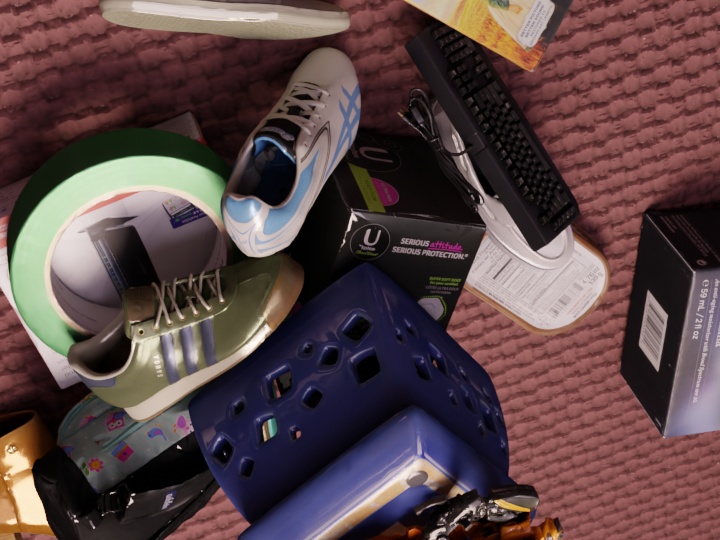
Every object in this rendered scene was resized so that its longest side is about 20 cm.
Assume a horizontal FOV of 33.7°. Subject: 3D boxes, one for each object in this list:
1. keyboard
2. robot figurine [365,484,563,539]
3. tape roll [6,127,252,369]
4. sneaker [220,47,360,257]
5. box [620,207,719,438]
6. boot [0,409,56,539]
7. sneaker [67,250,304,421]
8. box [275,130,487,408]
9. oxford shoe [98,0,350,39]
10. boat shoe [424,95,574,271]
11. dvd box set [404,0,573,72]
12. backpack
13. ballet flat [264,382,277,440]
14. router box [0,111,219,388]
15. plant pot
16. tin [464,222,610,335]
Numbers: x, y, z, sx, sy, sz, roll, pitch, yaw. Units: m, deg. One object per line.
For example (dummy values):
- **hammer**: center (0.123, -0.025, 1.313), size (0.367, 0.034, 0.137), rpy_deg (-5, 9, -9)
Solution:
- **keyboard**: center (0.100, -0.107, 0.966), size (0.127, 0.021, 0.201), rpy_deg (-36, 94, -40)
- **robot figurine**: center (0.054, 0.225, 0.840), size (0.198, 0.058, 0.146), rpy_deg (-21, 132, -1)
- **tape roll**: center (-0.178, -0.014, 0.949), size (0.199, 0.048, 0.202), rpy_deg (-10, 126, -14)
- **sneaker**: center (-0.049, -0.103, 0.918), size (0.071, 0.201, 0.073), rpy_deg (14, 148, 13)
- **box**: center (0.386, 0.046, 1.200), size (0.196, 0.124, 0.202), rpy_deg (-7, 122, -11)
- **boot**: center (-0.276, 0.189, 1.103), size (0.199, 0.071, 0.145), rpy_deg (-17, 121, -15)
- **sneaker**: center (-0.142, 0.040, 0.915), size (0.200, 0.067, 0.090), rpy_deg (-37, 129, 22)
- **box**: center (0.000, 0.000, 1.022), size (0.123, 0.149, 0.201), rpy_deg (6, 123, -23)
- **oxford shoe**: center (-0.098, -0.209, 0.901), size (0.198, 0.075, 0.058), rpy_deg (3, 86, -24)
- **boat shoe**: center (0.128, -0.072, 1.041), size (0.074, 0.065, 0.200), rpy_deg (-44, 111, -1)
- **dvd box set**: center (0.095, -0.264, 0.939), size (0.199, 0.029, 0.147), rpy_deg (23, 103, -31)
- **backpack**: center (-0.183, 0.158, 1.039), size (0.199, 0.127, 0.167), rpy_deg (-37, 161, -26)
- **ballet flat**: center (-0.100, 0.164, 1.156), size (0.070, 0.071, 0.201), rpy_deg (-20, 128, -6)
- **router box**: center (-0.199, -0.014, 1.003), size (0.199, 0.049, 0.180), rpy_deg (-23, 128, -4)
- **plant pot**: center (0.008, 0.151, 0.925), size (0.200, 0.180, 0.200), rpy_deg (-38, 130, 13)
- **tin**: center (0.162, -0.009, 1.149), size (0.199, 0.042, 0.112), rpy_deg (32, 104, -34)
